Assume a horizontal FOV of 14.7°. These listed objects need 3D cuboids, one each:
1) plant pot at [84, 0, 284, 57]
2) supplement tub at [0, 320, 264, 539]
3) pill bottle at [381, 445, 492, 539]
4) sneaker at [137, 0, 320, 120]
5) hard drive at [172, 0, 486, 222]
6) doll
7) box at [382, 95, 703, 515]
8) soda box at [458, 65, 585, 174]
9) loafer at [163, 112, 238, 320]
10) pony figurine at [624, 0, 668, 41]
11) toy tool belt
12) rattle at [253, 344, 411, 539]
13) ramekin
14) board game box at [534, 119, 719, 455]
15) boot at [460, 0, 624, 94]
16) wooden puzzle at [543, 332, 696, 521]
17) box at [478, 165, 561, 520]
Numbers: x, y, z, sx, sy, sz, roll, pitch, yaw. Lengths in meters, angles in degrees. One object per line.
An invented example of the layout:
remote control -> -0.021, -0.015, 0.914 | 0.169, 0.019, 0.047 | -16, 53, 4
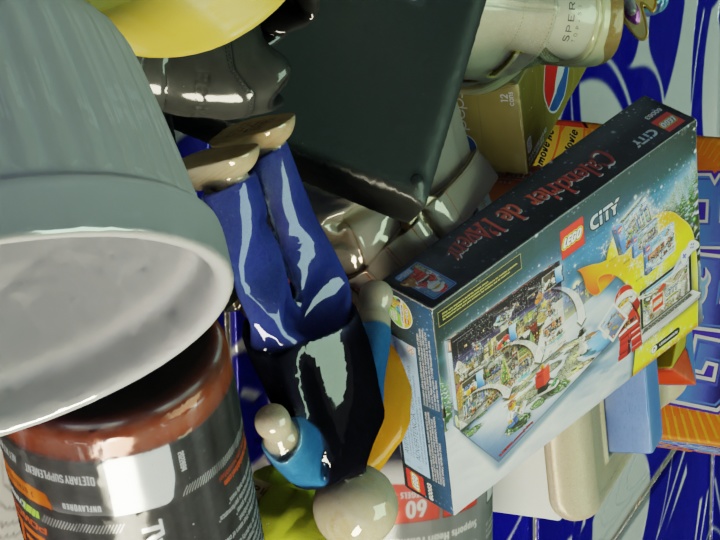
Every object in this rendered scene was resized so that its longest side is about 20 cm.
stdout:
plant pot -> -0.096, -0.168, 1.008 | 0.189, 0.200, 0.201 | 46, 54, -66
supplement tub -> -0.096, 0.113, 1.230 | 0.107, 0.107, 0.201 | -58, 148, -48
pill bottle -> 0.015, 0.173, 1.528 | 0.116, 0.115, 0.201 | -41, 134, -60
sneaker -> -0.060, -0.143, 1.224 | 0.076, 0.090, 0.201 | 104, -7, -59
hard drive -> -0.009, -0.138, 1.343 | 0.033, 0.139, 0.201 | 133, -23, -63
doll -> -0.022, 0.032, 1.252 | 0.136, 0.048, 0.201 | -42, 118, -57
box -> 0.098, 0.016, 1.435 | 0.200, 0.038, 0.137 | -35, 135, -31
soda box -> 0.103, -0.144, 1.728 | 0.200, 0.064, 0.068 | -60, 149, -47
loafer -> -0.086, 0.000, 1.264 | 0.068, 0.070, 0.201 | -61, 152, -60
pony figurine -> 0.105, -0.227, 1.573 | 0.200, 0.166, 0.193 | 62, 1, -12
toy tool belt -> 0.000, 0.000, 1.427 | 0.200, 0.124, 0.123 | -56, 138, -49
rattle -> -0.037, 0.151, 1.386 | 0.143, 0.130, 0.200 | -79, 166, -47
ramekin -> -0.150, -0.017, 0.924 | 0.200, 0.200, 0.105 | 34, 37, -67
board game box -> 0.221, 0.019, 1.900 | 0.200, 0.199, 0.201 | 20, 78, -69
boot -> 0.026, -0.136, 1.489 | 0.154, 0.200, 0.072 | 1, 89, -29
wooden puzzle -> 0.156, 0.024, 1.596 | 0.200, 0.046, 0.186 | -39, 127, -59
box -> 0.083, 0.037, 1.650 | 0.200, 0.124, 0.098 | -64, 151, -42
